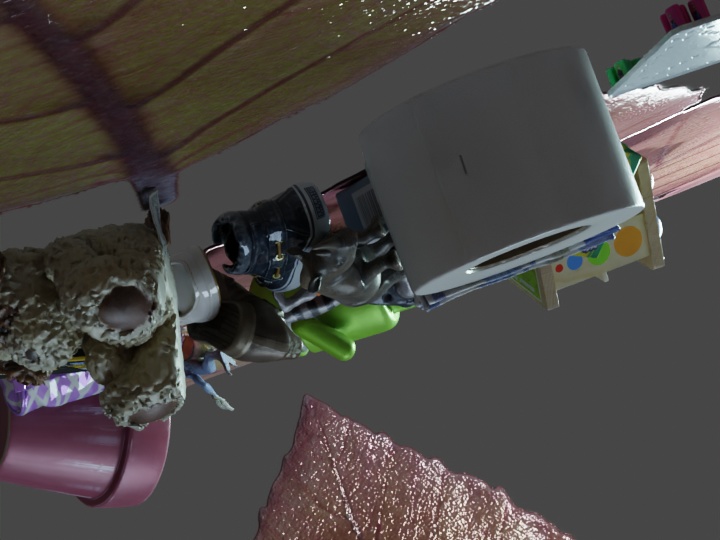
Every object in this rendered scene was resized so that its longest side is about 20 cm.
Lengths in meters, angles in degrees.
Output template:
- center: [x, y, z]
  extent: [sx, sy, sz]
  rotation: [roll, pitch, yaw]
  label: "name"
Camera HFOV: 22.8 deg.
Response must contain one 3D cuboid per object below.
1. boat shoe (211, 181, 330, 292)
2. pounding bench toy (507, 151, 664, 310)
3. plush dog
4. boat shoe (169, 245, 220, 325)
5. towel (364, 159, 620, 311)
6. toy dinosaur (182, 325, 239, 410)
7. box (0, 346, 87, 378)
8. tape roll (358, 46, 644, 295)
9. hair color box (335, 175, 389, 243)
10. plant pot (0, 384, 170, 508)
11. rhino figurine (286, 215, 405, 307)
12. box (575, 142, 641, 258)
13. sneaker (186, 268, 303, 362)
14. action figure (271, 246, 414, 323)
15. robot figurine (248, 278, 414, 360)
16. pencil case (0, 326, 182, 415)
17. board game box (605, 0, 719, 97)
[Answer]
- center: [-0.095, -0.023, 1.630]
  extent: [0.090, 0.071, 0.200]
  rotation: [-18, 166, -19]
  label: "boat shoe"
- center: [0.216, -0.070, 1.911]
  extent: [0.155, 0.125, 0.200]
  rotation: [-20, -156, -14]
  label: "pounding bench toy"
- center: [-0.232, 0.022, 1.397]
  extent: [0.170, 0.161, 0.201]
  rotation: [-6, 145, 0]
  label: "plush dog"
- center: [-0.189, 0.027, 1.720]
  extent: [0.069, 0.071, 0.200]
  rotation: [-18, 175, -24]
  label: "boat shoe"
- center: [0.115, -0.061, 1.571]
  extent: [0.199, 0.148, 0.024]
  rotation: [-20, 169, -14]
  label: "towel"
- center: [-0.223, 0.101, 2.410]
  extent: [0.181, 0.106, 0.200]
  rotation: [-9, 145, 43]
  label: "toy dinosaur"
- center: [-0.304, 0.070, 1.658]
  extent: [0.158, 0.050, 0.200]
  rotation: [-6, 174, 2]
  label: "box"
- center: [0.113, -0.079, 1.452]
  extent: [0.201, 0.140, 0.203]
  rotation: [-19, 173, -2]
  label: "tape roll"
- center: [0.085, -0.080, 1.721]
  extent: [0.199, 0.061, 0.099]
  rotation: [-14, 171, -40]
  label: "hair color box"
- center: [-0.336, 0.169, 2.011]
  extent: [0.178, 0.201, 0.200]
  rotation: [3, 162, -34]
  label: "plant pot"
- center: [-0.011, -0.006, 1.572]
  extent: [0.087, 0.060, 0.200]
  rotation: [-27, 168, 11]
  label: "rhino figurine"
- center: [0.193, -0.075, 1.716]
  extent: [0.199, 0.048, 0.118]
  rotation: [3, 114, -50]
  label: "box"
- center: [-0.116, 0.053, 1.747]
  extent: [0.075, 0.071, 0.200]
  rotation: [20, -172, -21]
  label: "sneaker"
- center: [0.000, 0.000, 1.828]
  extent: [0.192, 0.105, 0.200]
  rotation: [-2, -171, -6]
  label: "action figure"
- center: [-0.034, 0.024, 1.957]
  extent: [0.199, 0.116, 0.176]
  rotation: [-17, -153, 11]
  label: "robot figurine"
- center: [-0.289, 0.095, 1.915]
  extent: [0.199, 0.085, 0.085]
  rotation: [-18, -166, -26]
  label: "pencil case"
- center: [0.320, -0.210, 1.506]
  extent: [0.199, 0.026, 0.200]
  rotation: [-19, 174, -10]
  label: "board game box"
